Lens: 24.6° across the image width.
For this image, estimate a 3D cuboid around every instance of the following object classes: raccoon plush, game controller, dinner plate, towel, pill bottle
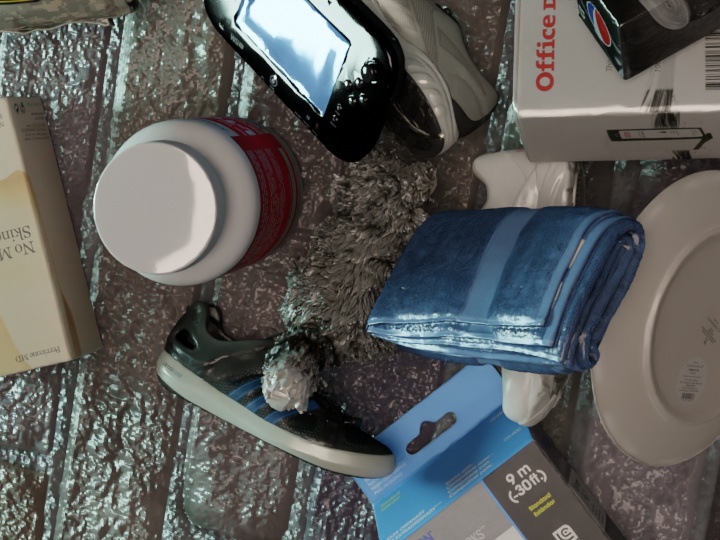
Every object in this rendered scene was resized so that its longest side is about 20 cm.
[{"bbox_3d":[0.000,0.000,1.141,0.096,0.201,0.135,16,119,-4],"label":"raccoon plush"},{"bbox_3d":[-0.043,-0.169,1.163,0.200,0.042,0.105,48,126,27],"label":"game controller"},{"bbox_3d":[0.226,0.035,1.094,0.024,0.198,0.203,20,102,48],"label":"dinner plate"},{"bbox_3d":[0.090,0.007,1.067,0.048,0.199,0.113,36,71,-29],"label":"towel"},{"bbox_3d":[-0.113,-0.050,1.150,0.111,0.200,0.114,1,96,11],"label":"pill bottle"}]

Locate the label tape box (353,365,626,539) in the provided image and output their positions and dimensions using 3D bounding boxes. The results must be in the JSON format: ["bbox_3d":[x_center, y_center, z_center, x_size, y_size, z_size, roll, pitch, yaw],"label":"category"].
[{"bbox_3d":[0.093,0.186,1.202,0.144,0.063,0.201,-38,88,12],"label":"label tape box"}]

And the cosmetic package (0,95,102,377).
[{"bbox_3d":[-0.275,-0.022,1.251,0.104,0.071,0.203,-14,93,12],"label":"cosmetic package"}]

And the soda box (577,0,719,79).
[{"bbox_3d":[0.234,-0.205,1.038,0.198,0.071,0.064,-30,63,-1],"label":"soda box"}]

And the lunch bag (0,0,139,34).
[{"bbox_3d":[-0.251,-0.268,1.183,0.162,0.118,0.203,-5,103,8],"label":"lunch bag"}]

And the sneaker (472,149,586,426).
[{"bbox_3d":[0.108,0.009,1.180,0.098,0.078,0.203,2,82,21],"label":"sneaker"}]

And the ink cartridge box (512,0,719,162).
[{"bbox_3d":[0.206,-0.156,1.112,0.197,0.084,0.148,0,71,13],"label":"ink cartridge box"}]

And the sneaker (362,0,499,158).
[{"bbox_3d":[0.026,-0.176,1.183,0.079,0.074,0.201,-25,77,-28],"label":"sneaker"}]

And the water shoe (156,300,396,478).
[{"bbox_3d":[-0.057,0.086,1.215,0.198,0.071,0.080,24,90,11],"label":"water shoe"}]
